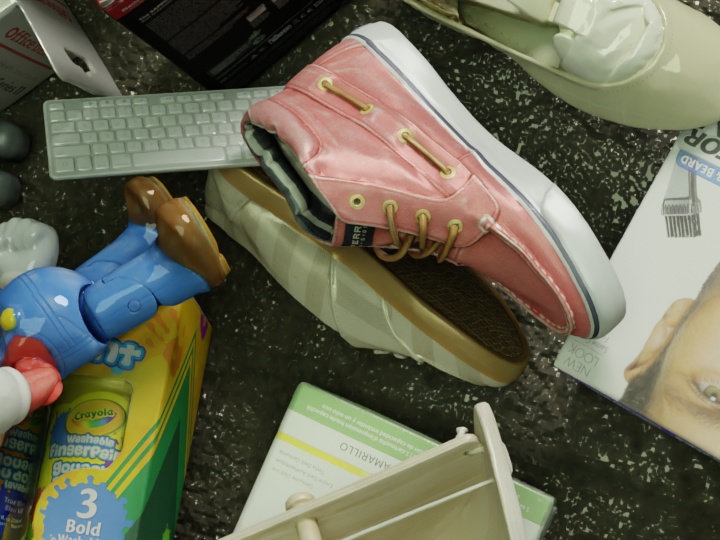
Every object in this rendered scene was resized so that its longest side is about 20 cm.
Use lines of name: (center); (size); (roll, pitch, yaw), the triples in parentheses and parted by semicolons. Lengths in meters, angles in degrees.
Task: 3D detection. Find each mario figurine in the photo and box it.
mario figurine: (-0.165, 0.022, 0.885); (0.200, 0.124, 0.106); (-38, 81, -13)

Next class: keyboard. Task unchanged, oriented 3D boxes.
keyboard: (-0.059, -0.072, 0.960); (0.198, 0.011, 0.056); (-5, 42, -10)

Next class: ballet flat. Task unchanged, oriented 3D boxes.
ballet flat: (0.094, -0.124, 0.926); (0.199, 0.069, 0.070); (25, 91, 30)

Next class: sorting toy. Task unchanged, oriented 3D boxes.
sorting toy: (0.003, 0.188, 0.846); (0.199, 0.107, 0.181); (-23, 51, 7)

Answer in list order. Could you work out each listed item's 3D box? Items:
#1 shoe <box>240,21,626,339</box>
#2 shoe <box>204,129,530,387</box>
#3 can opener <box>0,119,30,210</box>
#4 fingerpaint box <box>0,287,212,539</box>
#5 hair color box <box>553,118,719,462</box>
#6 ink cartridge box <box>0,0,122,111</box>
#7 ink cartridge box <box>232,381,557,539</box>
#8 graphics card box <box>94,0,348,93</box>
shoe: (0.031, -0.026, 0.905); (0.091, 0.072, 0.200); (-35, 70, -20)
shoe: (0.000, 0.000, 0.970); (0.200, 0.070, 0.054); (38, 122, 13)
can opener: (-0.279, -0.072, 1.020); (0.198, 0.066, 0.053); (11, 87, 5)
fingerpaint box: (-0.191, 0.085, 0.967); (0.198, 0.073, 0.168); (6, 72, 10)
hair color box: (0.193, -0.012, 0.923); (0.109, 0.065, 0.201); (29, 93, 24)
ink cartridge box: (-0.212, -0.155, 0.983); (0.067, 0.117, 0.201); (-34, 81, 7)
ink cartridge box: (-0.004, 0.177, 0.963); (0.145, 0.048, 0.201); (24, 88, 10)
graphics card box: (-0.058, -0.156, 0.916); (0.125, 0.200, 0.051); (-40, 76, 6)
